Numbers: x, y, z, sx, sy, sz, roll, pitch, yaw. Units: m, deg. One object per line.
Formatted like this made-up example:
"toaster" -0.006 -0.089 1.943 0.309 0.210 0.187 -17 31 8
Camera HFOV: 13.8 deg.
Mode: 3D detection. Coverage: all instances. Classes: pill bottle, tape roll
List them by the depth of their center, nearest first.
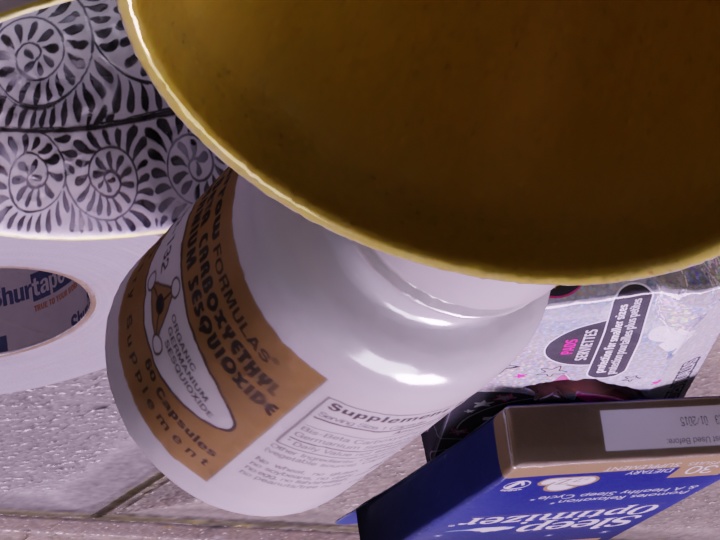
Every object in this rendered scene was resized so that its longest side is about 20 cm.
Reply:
"pill bottle" 0.000 0.000 1.010 0.114 0.115 0.200 2 156 -28
"tape roll" -0.167 -0.010 1.237 0.200 0.066 0.200 -9 159 -4

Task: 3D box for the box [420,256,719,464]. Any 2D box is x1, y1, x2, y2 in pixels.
"box" 0.079 -0.009 1.254 0.115 0.132 0.200 -7 160 -7

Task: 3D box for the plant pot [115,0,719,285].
"plant pot" 0.046 -0.113 0.832 0.200 0.142 0.200 12 144 9

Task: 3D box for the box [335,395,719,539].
"box" 0.078 0.098 1.317 0.121 0.032 0.200 -2 164 -23

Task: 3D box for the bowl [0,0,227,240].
"bowl" -0.078 -0.093 1.027 0.200 0.094 0.201 -9 159 -4
